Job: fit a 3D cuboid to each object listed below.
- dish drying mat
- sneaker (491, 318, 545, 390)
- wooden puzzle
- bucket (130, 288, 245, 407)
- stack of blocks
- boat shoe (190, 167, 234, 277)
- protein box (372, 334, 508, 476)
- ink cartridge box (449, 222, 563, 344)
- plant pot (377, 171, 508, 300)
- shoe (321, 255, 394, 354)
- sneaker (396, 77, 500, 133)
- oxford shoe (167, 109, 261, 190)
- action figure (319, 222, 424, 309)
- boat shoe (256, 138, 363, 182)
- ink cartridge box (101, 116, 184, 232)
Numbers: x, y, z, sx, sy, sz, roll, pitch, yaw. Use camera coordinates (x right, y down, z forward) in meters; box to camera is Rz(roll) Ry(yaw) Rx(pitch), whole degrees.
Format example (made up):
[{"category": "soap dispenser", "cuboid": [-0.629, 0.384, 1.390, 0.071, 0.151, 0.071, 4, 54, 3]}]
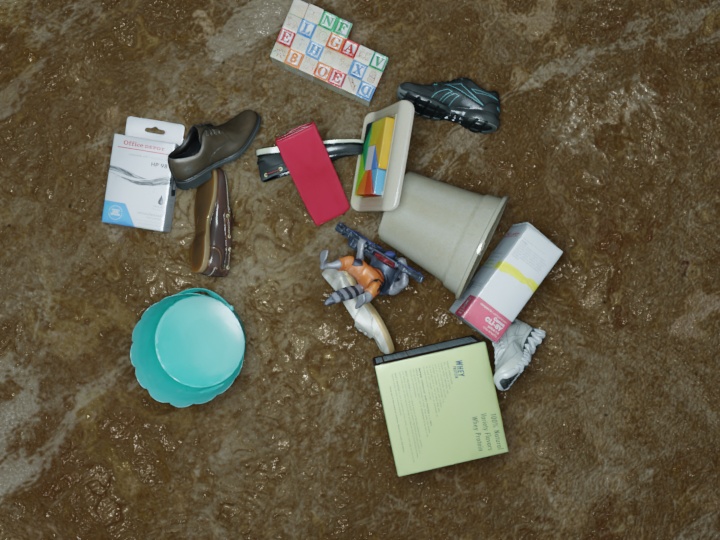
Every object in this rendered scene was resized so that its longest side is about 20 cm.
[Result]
[{"category": "dish drying mat", "cuboid": [-0.083, -0.170, 1.483, 0.076, 0.018, 0.201, -24, 131, 1]}, {"category": "sneaker", "cuboid": [0.265, 0.145, 1.484, 0.081, 0.200, 0.075, 38, 121, 7]}, {"category": "wooden puzzle", "cuboid": [0.029, -0.197, 1.458, 0.037, 0.200, 0.187, 9, 91, -20]}, {"category": "bucket", "cuboid": [-0.298, 0.133, 1.487, 0.205, 0.135, 0.210, 0, 91, -2]}, {"category": "stack of blocks", "cuboid": [-0.051, -0.396, 1.518, 0.198, 0.059, 0.116, 24, 90, -2]}, {"category": "boat shoe", "cuboid": [-0.265, -0.088, 1.520, 0.070, 0.070, 0.202, 10, 81, -38]}, {"category": "protein box", "cuboid": [0.139, 0.238, 1.498, 0.198, 0.135, 0.201, -13, 91, 0]}, {"category": "ink cartridge box", "cuboid": [0.258, 0.020, 1.491, 0.083, 0.145, 0.201, 36, 90, -2]}, {"category": "plant pot", "cuboid": [0.138, -0.078, 1.478, 0.182, 0.200, 0.202, 26, 91, 10]}, {"category": "shoe", "cuboid": [-0.003, 0.071, 1.527, 0.053, 0.070, 0.201, -31, 84, -2]}, {"category": "sneaker", "cuboid": [0.163, -0.314, 1.527, 0.198, 0.075, 0.080, 16, 77, -8]}, {"category": "oxford shoe", "cuboid": [-0.259, -0.233, 1.484, 0.072, 0.085, 0.200, 29, 63, 37]}, {"category": "action figure", "cuboid": [0.000, 0.000, 1.477, 0.199, 0.193, 0.105, 36, 112, 29]}, {"category": "boat shoe", "cuboid": [-0.089, -0.202, 1.515, 0.199, 0.074, 0.064, -9, 90, 5]}, {"category": "ink cartridge box", "cuboid": [-0.393, -0.178, 1.511, 0.115, 0.067, 0.202, 8, 91, -1]}]
